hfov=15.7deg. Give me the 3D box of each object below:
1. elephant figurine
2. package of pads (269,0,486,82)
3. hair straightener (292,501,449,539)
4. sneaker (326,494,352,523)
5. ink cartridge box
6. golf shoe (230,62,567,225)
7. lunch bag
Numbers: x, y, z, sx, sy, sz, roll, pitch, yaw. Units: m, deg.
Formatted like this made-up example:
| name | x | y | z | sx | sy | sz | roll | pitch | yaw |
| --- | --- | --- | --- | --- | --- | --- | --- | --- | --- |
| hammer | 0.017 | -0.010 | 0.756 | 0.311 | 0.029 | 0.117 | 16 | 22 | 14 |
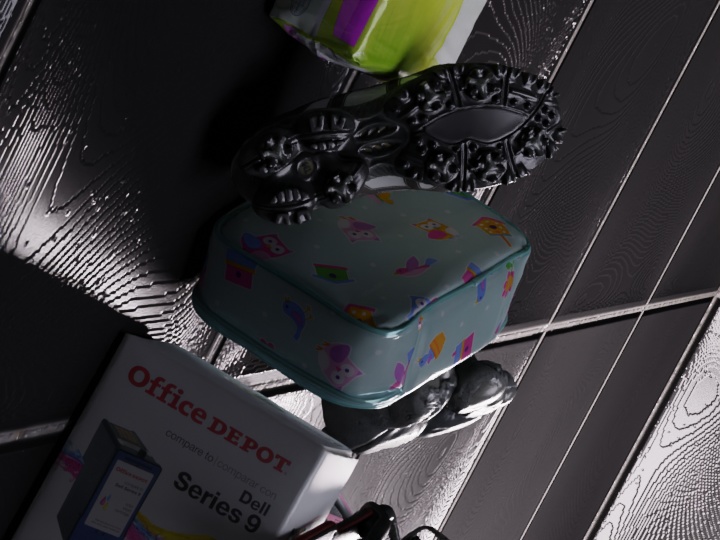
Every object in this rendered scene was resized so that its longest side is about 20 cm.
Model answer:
| name | x | y | z | sx | sy | sz | roll | pitch | yaw |
| --- | --- | --- | --- | --- | --- | --- | --- | --- | --- |
| elephant figurine | 0.020 | 0.015 | 1.791 | 0.155 | 0.200 | 0.142 | -14 | 167 | -24 |
| package of pads | 0.031 | -0.184 | 1.528 | 0.155 | 0.068 | 0.200 | -63 | 165 | 7 |
| hair straightener | 0.008 | 0.178 | 1.543 | 0.041 | 0.077 | 0.200 | -65 | 165 | 11 |
| sneaker | -0.053 | 0.160 | 1.804 | 0.070 | 0.082 | 0.200 | -62 | 164 | 4 |
| ink cartridge box | -0.116 | 0.157 | 1.535 | 0.200 | 0.145 | 0.088 | -60 | 166 | -1 |
| golf shoe | 0.018 | -0.081 | 1.522 | 0.094 | 0.200 | 0.078 | -151 | -127 | -72 |
| lunch bag | 0.000 | 0.000 | 1.609 | 0.200 | 0.160 | 0.077 | -30 | 142 | -52 |
